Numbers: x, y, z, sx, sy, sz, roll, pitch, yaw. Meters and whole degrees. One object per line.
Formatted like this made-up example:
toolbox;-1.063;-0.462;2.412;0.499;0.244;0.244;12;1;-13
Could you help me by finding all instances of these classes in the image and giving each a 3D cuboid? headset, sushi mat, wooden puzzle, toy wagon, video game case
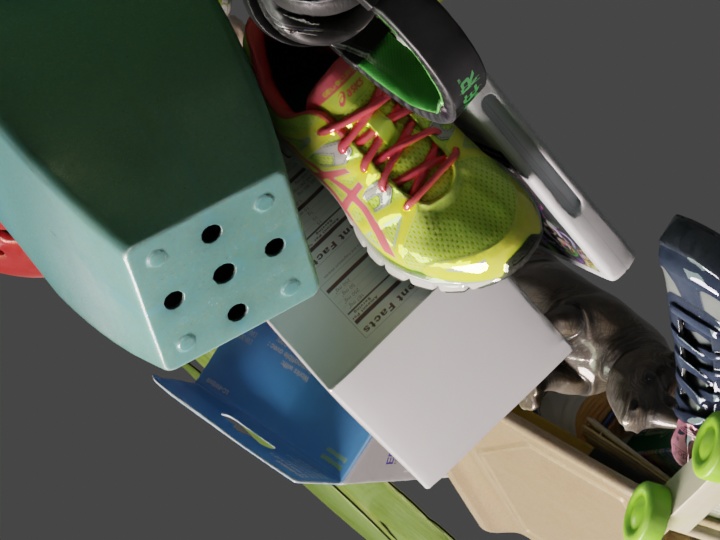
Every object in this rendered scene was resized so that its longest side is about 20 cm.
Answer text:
headset;-0.032;-0.135;1.358;0.200;0.094;0.124;43;171;5
sushi mat;0.210;0.156;1.679;0.200;0.012;0.096;36;168;34
wooden puzzle;0.131;0.136;1.736;0.199;0.037;0.185;24;158;36
toy wagon;0.223;0.104;1.370;0.154;0.040;0.200;17;142;-16
video game case;0.038;-0.082;1.539;0.182;0.023;0.200;49;168;-31

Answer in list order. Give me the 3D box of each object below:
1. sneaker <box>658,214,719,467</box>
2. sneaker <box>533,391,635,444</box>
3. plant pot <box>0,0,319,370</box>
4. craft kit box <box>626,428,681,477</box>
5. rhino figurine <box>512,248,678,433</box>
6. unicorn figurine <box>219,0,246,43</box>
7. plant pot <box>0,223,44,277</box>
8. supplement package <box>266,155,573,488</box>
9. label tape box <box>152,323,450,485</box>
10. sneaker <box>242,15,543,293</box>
sneaker;0.176;0.054;1.392;0.070;0.082;0.200;37;169;43
sneaker;0.166;0.135;1.841;0.088;0.075;0.200;25;151;49
plant pot;-0.109;-0.056;1.481;0.200;0.141;0.142;51;164;42
craft kit box;0.251;0.153;1.669;0.197;0.049;0.200;40;171;-2
rhino figurine;0.117;0.039;1.598;0.200;0.087;0.060;32;128;43
unicorn figurine;-0.136;-0.174;1.678;0.199;0.074;0.137;15;-166;-39
plant pot;-0.209;-0.114;1.889;0.200;0.201;0.183;41;165;7
supplement package;0.000;0.000;1.561;0.114;0.110;0.200;47;180;-44
label tape box;-0.007;0.072;1.821;0.199;0.066;0.143;3;-159;-47
sneaker;0.007;-0.064;1.451;0.200;0.078;0.090;37;167;30
